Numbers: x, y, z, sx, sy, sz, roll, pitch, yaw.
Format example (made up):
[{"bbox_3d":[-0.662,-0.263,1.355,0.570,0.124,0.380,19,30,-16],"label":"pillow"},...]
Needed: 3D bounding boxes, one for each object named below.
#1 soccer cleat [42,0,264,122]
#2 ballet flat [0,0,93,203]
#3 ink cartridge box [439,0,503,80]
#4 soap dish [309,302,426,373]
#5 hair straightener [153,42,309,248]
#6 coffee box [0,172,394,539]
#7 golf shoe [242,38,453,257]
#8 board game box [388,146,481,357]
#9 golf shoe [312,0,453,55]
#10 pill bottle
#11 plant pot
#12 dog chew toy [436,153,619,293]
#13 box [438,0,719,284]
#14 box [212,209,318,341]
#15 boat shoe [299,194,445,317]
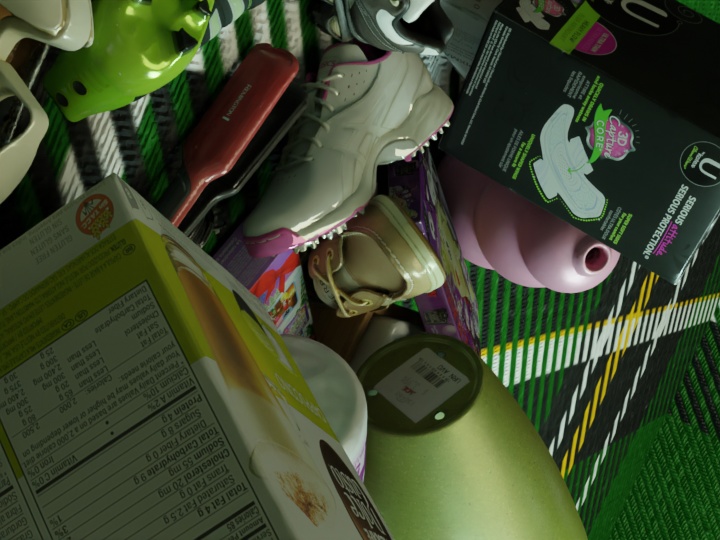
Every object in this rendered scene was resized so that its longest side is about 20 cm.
[{"bbox_3d":[-0.088,-0.138,0.666,0.081,0.068,0.201,-26,-161,34],"label":"soccer cleat"},{"bbox_3d":[-0.148,-0.089,0.573,0.202,0.074,0.074,-66,158,6],"label":"ballet flat"},{"bbox_3d":[0.116,-0.219,1.061,0.164,0.057,0.200,-58,175,-12],"label":"ink cartridge box"},{"bbox_3d":[-0.020,0.112,1.064,0.202,0.081,0.157,-63,158,2],"label":"soap dish"},{"bbox_3d":[-0.089,-0.032,0.797,0.202,0.041,0.077,-62,159,-18],"label":"hair straightener"},{"bbox_3d":[-0.112,0.119,0.625,0.199,0.199,0.200,-33,157,4],"label":"coffee box"},{"bbox_3d":[-0.020,-0.085,0.860,0.200,0.075,0.092,-48,119,-41],"label":"golf shoe"},{"bbox_3d":[0.058,-0.001,1.031,0.121,0.032,0.201,-83,159,-45],"label":"board game box"},{"bbox_3d":[0.011,-0.196,0.771,0.078,0.094,0.200,-55,155,-15],"label":"golf shoe"},{"bbox_3d":[-0.053,0.144,0.882,0.112,0.111,0.201,-46,154,-35],"label":"pill bottle"},{"bbox_3d":[0.059,0.147,0.974,0.187,0.186,0.202,-48,138,-32],"label":"plant pot"},{"bbox_3d":[0.137,-0.044,1.079,0.123,0.200,0.126,-8,114,-19],"label":"dog chew toy"},{"bbox_3d":[0.185,-0.117,0.985,0.149,0.199,0.125,-48,166,-47],"label":"box"},{"bbox_3d":[-0.105,0.077,0.891,0.201,0.039,0.137,-52,156,-25],"label":"box"},{"bbox_3d":[0.000,0.000,0.907,0.066,0.074,0.200,-36,-176,-12],"label":"boat shoe"}]
